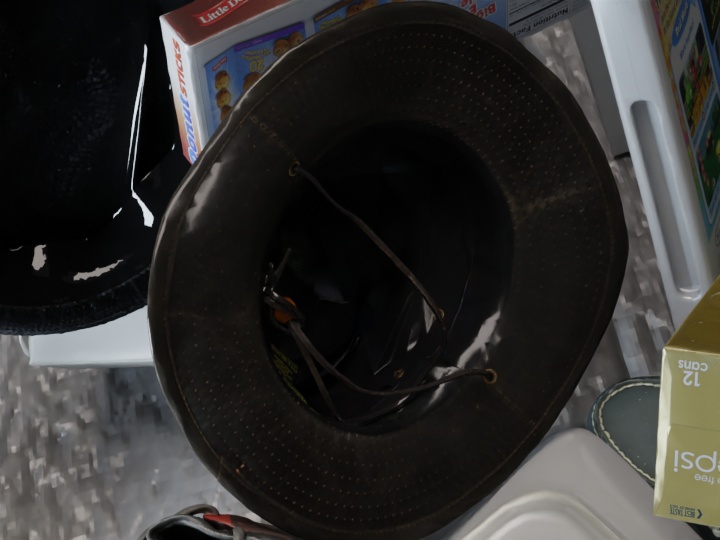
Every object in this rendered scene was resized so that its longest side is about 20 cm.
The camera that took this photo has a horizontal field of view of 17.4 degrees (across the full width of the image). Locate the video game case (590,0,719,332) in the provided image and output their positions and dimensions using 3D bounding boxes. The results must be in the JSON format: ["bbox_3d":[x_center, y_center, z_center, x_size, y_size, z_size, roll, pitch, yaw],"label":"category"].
[{"bbox_3d":[0.138,-0.085,0.924,0.024,0.183,0.200,-4,35,23],"label":"video game case"}]

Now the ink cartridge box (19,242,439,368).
[{"bbox_3d":[-0.039,-0.034,0.996,0.199,0.083,0.146,-3,85,19],"label":"ink cartridge box"}]

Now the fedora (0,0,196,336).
[{"bbox_3d":[-0.123,-0.074,0.923,0.199,0.201,0.092,-23,41,-1],"label":"fedora"}]

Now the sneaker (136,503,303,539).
[{"bbox_3d":[-0.050,0.112,0.870,0.077,0.082,0.200,-45,23,-16],"label":"sneaker"}]

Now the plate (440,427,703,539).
[{"bbox_3d":[0.058,0.165,0.829,0.199,0.032,0.200,-40,46,-7],"label":"plate"}]

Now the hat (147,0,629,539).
[{"bbox_3d":[0.000,0.000,0.886,0.200,0.201,0.081,-39,19,-17],"label":"hat"}]

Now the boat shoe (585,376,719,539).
[{"bbox_3d":[0.161,0.077,0.869,0.199,0.062,0.073,27,65,40],"label":"boat shoe"}]

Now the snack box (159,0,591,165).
[{"bbox_3d":[0.020,-0.103,0.890,0.199,0.072,0.024,-26,51,-18],"label":"snack box"}]

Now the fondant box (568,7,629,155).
[{"bbox_3d":[0.113,-0.172,1.030,0.058,0.201,0.145,-11,45,15],"label":"fondant box"}]

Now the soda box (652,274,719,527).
[{"bbox_3d":[0.165,0.027,0.850,0.067,0.064,0.200,8,21,21],"label":"soda box"}]
